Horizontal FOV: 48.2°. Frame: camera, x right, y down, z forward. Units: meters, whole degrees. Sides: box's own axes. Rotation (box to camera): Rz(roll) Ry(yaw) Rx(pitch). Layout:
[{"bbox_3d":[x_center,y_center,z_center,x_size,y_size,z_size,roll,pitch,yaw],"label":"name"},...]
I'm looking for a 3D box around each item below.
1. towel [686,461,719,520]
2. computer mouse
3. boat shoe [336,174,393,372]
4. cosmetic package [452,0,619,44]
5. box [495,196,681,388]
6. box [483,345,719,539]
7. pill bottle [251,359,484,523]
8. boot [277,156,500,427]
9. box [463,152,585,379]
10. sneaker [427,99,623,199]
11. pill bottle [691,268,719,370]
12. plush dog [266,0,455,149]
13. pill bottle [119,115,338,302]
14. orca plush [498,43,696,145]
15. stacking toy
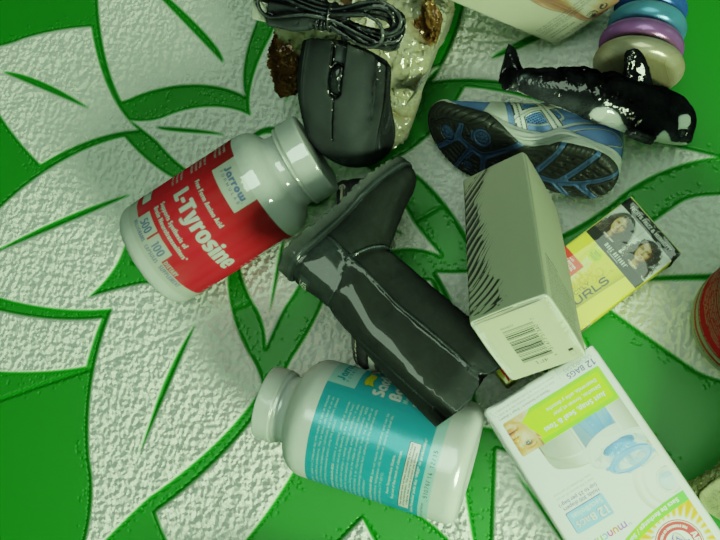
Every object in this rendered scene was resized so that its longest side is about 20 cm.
[{"bbox_3d":[0.368,0.171,0.625,0.148,0.200,0.037,33,45,4],"label":"towel"},{"bbox_3d":[-0.023,-0.157,0.729,0.138,0.200,0.053,17,59,19],"label":"computer mouse"},{"bbox_3d":[0.000,0.000,0.789,0.060,0.074,0.201,-1,74,11],"label":"boat shoe"},{"bbox_3d":[0.142,-0.301,0.758,0.087,0.199,0.104,-28,63,48],"label":"cosmetic package"},{"bbox_3d":[0.195,0.022,0.757,0.200,0.050,0.075,-36,74,2],"label":"box"},{"bbox_3d":[0.207,0.181,0.692,0.112,0.101,0.200,-32,74,3],"label":"box"},{"bbox_3d":[0.005,0.148,0.734,0.199,0.111,0.111,15,81,13],"label":"pill bottle"},{"bbox_3d":[0.053,0.013,0.709,0.200,0.066,0.165,41,69,15],"label":"boot"},{"bbox_3d":[0.138,-0.009,0.703,0.068,0.082,0.200,-24,33,23],"label":"box"},{"bbox_3d":[0.162,-0.130,0.797,0.199,0.076,0.077,21,52,19],"label":"sneaker"},{"bbox_3d":[0.341,0.027,0.642,0.112,0.200,0.113,-2,77,11],"label":"pill bottle"},{"bbox_3d":[-0.007,-0.240,0.790,0.171,0.160,0.201,21,83,3],"label":"plush dog"},{"bbox_3d":[-0.127,-0.063,0.798,0.200,0.112,0.112,-31,74,9],"label":"pill bottle"},{"bbox_3d":[0.233,-0.180,0.756,0.199,0.105,0.071,22,117,3],"label":"orca plush"},{"bbox_3d":[0.290,-0.281,0.796,0.085,0.085,0.201,12,76,13],"label":"stacking toy"}]
